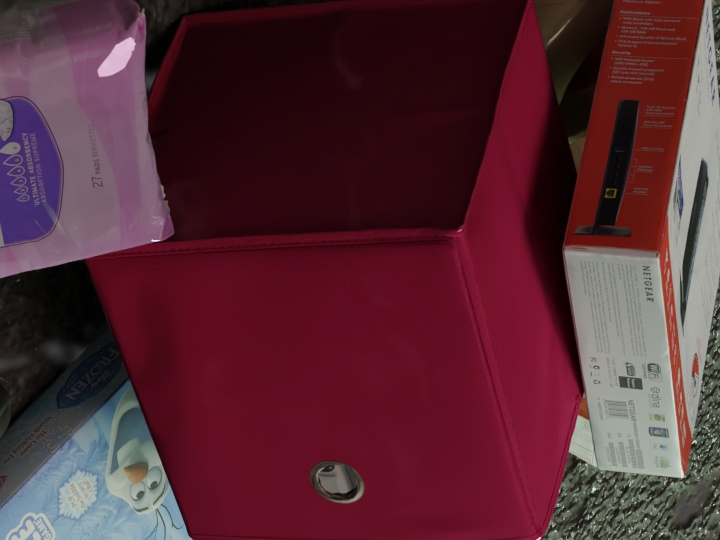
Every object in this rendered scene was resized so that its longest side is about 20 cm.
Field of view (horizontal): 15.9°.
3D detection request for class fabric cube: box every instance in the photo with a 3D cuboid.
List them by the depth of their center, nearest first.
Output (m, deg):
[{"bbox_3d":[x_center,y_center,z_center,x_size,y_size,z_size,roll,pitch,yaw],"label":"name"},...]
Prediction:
[{"bbox_3d":[0.000,0.000,1.293,0.200,0.196,0.200,-71,152,-46],"label":"fabric cube"}]

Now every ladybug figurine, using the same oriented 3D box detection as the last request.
[{"bbox_3d":[0.123,-0.138,1.405,0.200,0.072,0.136,-35,154,-34],"label":"ladybug figurine"}]

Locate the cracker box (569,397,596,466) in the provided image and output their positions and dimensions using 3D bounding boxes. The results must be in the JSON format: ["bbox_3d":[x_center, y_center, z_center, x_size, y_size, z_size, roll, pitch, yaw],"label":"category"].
[{"bbox_3d":[0.156,0.040,1.562,0.134,0.058,0.200,-61,172,-7],"label":"cracker box"}]

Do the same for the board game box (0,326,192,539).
[{"bbox_3d":[-0.129,0.142,1.396,0.199,0.043,0.200,-46,137,-23],"label":"board game box"}]

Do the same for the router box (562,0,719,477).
[{"bbox_3d":[0.152,-0.021,1.340,0.200,0.049,0.180,74,25,-52],"label":"router box"}]

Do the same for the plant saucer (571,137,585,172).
[{"bbox_3d":[0.109,-0.080,1.514,0.200,0.029,0.201,-25,126,-40],"label":"plant saucer"}]

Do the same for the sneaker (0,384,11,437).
[{"bbox_3d":[-0.252,0.116,1.234,0.200,0.076,0.091,-34,141,-25],"label":"sneaker"}]

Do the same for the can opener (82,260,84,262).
[{"bbox_3d":[-0.157,-0.060,1.269,0.200,0.053,0.067,45,42,-49],"label":"can opener"}]

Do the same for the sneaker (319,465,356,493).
[{"bbox_3d":[-0.008,0.110,1.468,0.090,0.078,0.201,87,-3,-77],"label":"sneaker"}]

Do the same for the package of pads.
[{"bbox_3d":[-0.188,-0.054,1.145,0.199,0.076,0.121,-13,123,-12],"label":"package of pads"}]
